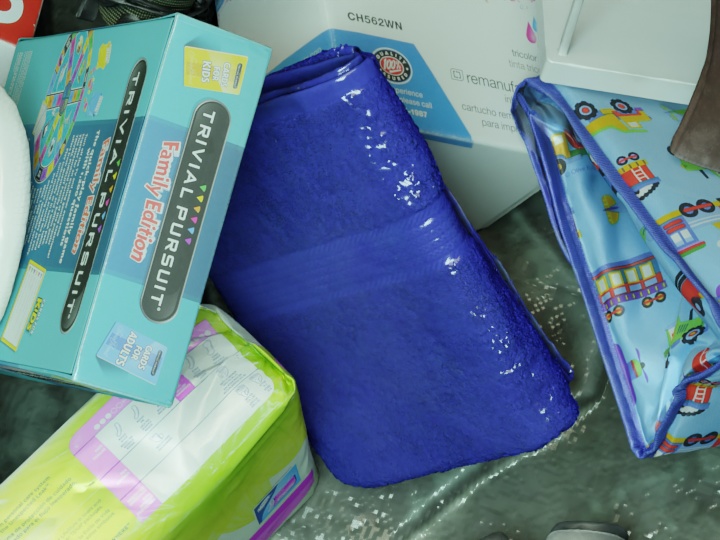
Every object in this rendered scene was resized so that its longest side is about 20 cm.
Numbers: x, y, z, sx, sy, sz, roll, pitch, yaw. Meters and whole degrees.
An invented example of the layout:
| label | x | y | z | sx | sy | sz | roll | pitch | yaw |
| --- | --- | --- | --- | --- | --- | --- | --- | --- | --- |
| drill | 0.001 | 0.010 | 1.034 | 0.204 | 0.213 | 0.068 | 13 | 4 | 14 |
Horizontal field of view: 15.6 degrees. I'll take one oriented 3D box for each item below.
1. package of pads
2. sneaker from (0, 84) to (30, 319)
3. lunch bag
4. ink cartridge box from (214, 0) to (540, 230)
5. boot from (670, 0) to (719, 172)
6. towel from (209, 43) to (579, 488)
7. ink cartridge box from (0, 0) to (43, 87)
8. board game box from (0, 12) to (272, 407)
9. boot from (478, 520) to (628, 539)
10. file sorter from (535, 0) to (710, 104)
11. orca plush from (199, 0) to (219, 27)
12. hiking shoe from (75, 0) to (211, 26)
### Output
| label | x | y | z | sx | sy | sz | roll | pitch | yaw |
| --- | --- | --- | --- | --- | --- | --- | --- | --- | --- |
| package of pads | -0.108 | 0.119 | 1.162 | 0.068 | 0.155 | 0.200 | 42 | 77 | 17 |
| sneaker | -0.201 | 0.010 | 1.111 | 0.088 | 0.075 | 0.201 | 17 | 84 | -28 |
| lunch bag | 0.165 | -0.027 | 1.211 | 0.150 | 0.094 | 0.200 | -5 | 56 | -33 |
| ink cartridge box | 0.009 | -0.133 | 1.263 | 0.144 | 0.085 | 0.201 | 8 | 59 | -37 |
| boot | 0.170 | -0.111 | 1.119 | 0.199 | 0.167 | 0.072 | 15 | 35 | -19 |
| towel | 0.000 | 0.000 | 1.174 | 0.200 | 0.147 | 0.050 | 59 | 43 | -17 |
| ink cartridge box | -0.235 | -0.188 | 1.277 | 0.175 | 0.084 | 0.200 | 21 | 51 | -17 |
| board game box | -0.115 | -0.026 | 1.123 | 0.047 | 0.200 | 0.151 | 18 | 84 | -25 |
| boot | 0.043 | 0.195 | 1.174 | 0.199 | 0.070 | 0.132 | -15 | 63 | -14 |
| file sorter | 0.162 | -0.187 | 1.236 | 0.138 | 0.125 | 0.200 | 9 | 42 | -7 |
| orca plush | -0.067 | -0.088 | 1.291 | 0.071 | 0.105 | 0.200 | 6 | 40 | -33 |
| hiking shoe | -0.078 | -0.150 | 1.210 | 0.076 | 0.200 | 0.101 | 2 | 97 | -26 |
